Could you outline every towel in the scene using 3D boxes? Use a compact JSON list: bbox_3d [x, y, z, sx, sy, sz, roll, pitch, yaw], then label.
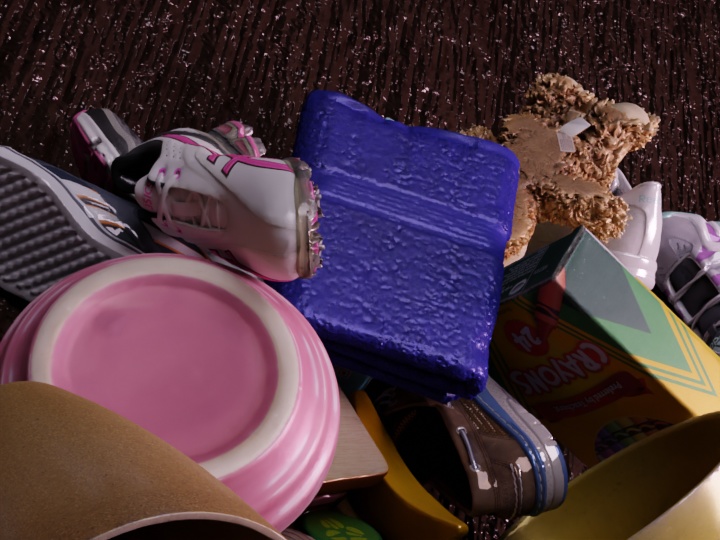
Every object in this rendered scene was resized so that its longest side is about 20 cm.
[{"bbox_3d":[0.018,-0.013,1.619,0.147,0.050,0.201,17,47,-6],"label":"towel"}]

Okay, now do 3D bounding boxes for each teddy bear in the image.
[{"bbox_3d":[0.122,-0.063,1.800,0.144,0.067,0.200,15,46,11],"label":"teddy bear"}]

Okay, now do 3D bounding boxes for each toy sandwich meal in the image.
[{"bbox_3d":[-0.027,0.124,1.531,0.204,0.070,0.206,25,30,-15],"label":"toy sandwich meal"}]

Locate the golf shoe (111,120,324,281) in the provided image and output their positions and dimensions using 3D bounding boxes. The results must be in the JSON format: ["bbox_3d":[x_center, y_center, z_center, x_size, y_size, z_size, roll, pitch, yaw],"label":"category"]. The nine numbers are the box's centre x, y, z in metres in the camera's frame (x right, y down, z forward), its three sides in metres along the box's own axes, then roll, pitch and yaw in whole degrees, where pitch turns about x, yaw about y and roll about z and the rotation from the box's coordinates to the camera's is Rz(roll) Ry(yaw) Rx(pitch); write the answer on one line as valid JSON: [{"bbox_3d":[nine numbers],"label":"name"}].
[{"bbox_3d":[-0.083,-0.035,1.533,0.092,0.073,0.200,-8,16,-20],"label":"golf shoe"}]

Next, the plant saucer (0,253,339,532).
[{"bbox_3d":[-0.109,0.068,1.460,0.199,0.051,0.201,3,56,-4],"label":"plant saucer"}]

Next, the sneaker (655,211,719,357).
[{"bbox_3d":[0.269,0.040,1.952,0.200,0.078,0.140,40,29,12],"label":"sneaker"}]

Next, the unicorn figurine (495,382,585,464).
[{"bbox_3d":[0.128,0.084,1.762,0.200,0.074,0.138,25,26,-52],"label":"unicorn figurine"}]

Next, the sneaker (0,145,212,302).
[{"bbox_3d":[-0.166,-0.012,1.592,0.200,0.079,0.079,35,21,7],"label":"sneaker"}]

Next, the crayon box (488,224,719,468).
[{"bbox_3d":[0.164,0.071,1.649,0.200,0.127,0.051,42,57,-13],"label":"crayon box"}]

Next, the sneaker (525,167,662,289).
[{"bbox_3d":[0.151,-0.045,1.883,0.075,0.089,0.200,11,4,-37],"label":"sneaker"}]

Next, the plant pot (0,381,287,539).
[{"bbox_3d":[-0.142,0.143,1.300,0.186,0.187,0.200,11,23,-35],"label":"plant pot"}]

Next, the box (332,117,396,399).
[{"bbox_3d":[0.000,0.000,1.686,0.049,0.082,0.201,27,44,-9],"label":"box"}]

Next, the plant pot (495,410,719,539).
[{"bbox_3d":[0.177,0.197,1.538,0.142,0.200,0.200,57,29,-6],"label":"plant pot"}]

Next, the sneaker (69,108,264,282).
[{"bbox_3d":[-0.099,-0.041,1.668,0.200,0.074,0.087,42,66,17],"label":"sneaker"}]

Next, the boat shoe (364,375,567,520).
[{"bbox_3d":[0.045,0.092,1.626,0.072,0.073,0.200,-13,26,-28],"label":"boat shoe"}]
